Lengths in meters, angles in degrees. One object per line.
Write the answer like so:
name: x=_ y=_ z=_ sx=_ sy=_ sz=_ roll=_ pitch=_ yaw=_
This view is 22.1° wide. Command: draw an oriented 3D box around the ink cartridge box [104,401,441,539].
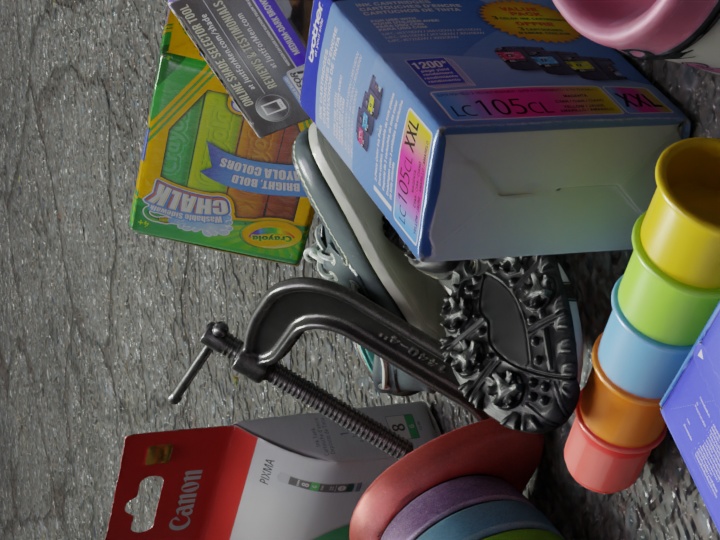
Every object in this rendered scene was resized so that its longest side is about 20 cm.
ink cartridge box: x=-0.059 y=0.158 z=1.189 sx=0.161 sy=0.199 sz=0.050 roll=107 pitch=149 yaw=-45

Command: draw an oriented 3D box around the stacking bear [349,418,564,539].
stacking bear: x=0.082 y=0.192 z=0.973 sx=0.200 sy=0.113 sz=0.122 roll=57 pitch=146 yaw=42

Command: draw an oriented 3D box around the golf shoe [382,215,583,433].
golf shoe: x=0.085 y=0.019 z=0.957 sx=0.078 sy=0.094 sz=0.200 roll=-42 pitch=37 yaw=17

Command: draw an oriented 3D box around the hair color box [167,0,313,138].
hair color box: x=-0.053 y=-0.189 z=1.126 sx=0.109 sy=0.065 sz=0.200 roll=55 pitch=-153 yaw=-35

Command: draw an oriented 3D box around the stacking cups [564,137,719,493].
stacking cups: x=0.137 y=0.027 z=0.860 sx=0.200 sy=0.060 sz=0.061 roll=106 pitch=150 yaw=-48

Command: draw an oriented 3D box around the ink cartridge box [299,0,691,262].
ink cartridge box: x=0.055 y=-0.087 z=0.927 sx=0.200 sy=0.136 sz=0.077 roll=-127 pitch=39 yaw=-53

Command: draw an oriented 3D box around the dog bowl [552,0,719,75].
dog bowl: x=0.136 y=-0.181 z=0.788 sx=0.200 sy=0.073 sz=0.201 roll=175 pitch=90 yaw=-69

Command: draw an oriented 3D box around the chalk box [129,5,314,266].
chalk box: x=-0.086 y=-0.091 z=1.263 sx=0.124 sy=0.124 sz=0.200 roll=-87 pitch=9 yaw=-48

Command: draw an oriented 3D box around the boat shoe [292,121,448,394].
boat shoe: x=0.000 y=0.000 z=1.050 sx=0.073 sy=0.062 sz=0.200 roll=-86 pitch=-27 yaw=-47

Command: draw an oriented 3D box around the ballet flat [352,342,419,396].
ballet flat: x=0.017 y=-0.023 z=1.152 sx=0.073 sy=0.073 sz=0.201 roll=170 pitch=88 yaw=-69

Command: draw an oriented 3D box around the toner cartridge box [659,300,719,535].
toner cartridge box: x=0.193 y=0.106 z=0.748 sx=0.095 sy=0.043 sz=0.200 roll=111 pitch=146 yaw=-47

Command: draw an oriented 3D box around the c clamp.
c clamp: x=-0.003 y=0.071 z=1.078 sx=0.027 sy=0.199 sz=0.171 roll=-63 pitch=1 yaw=-40
